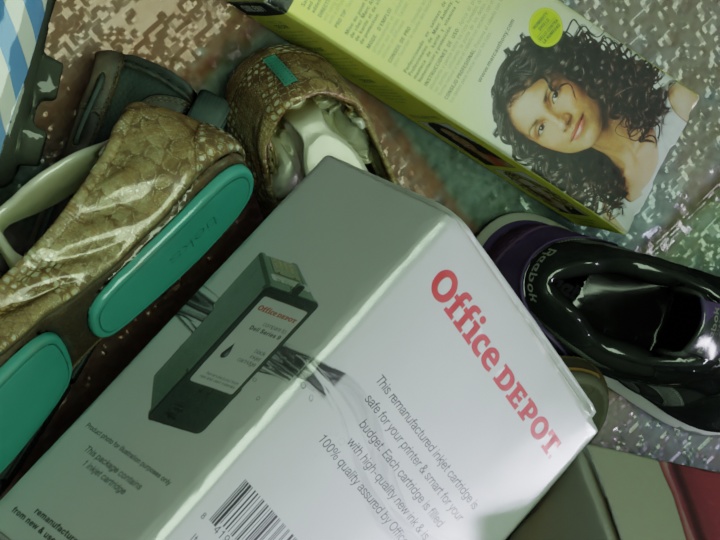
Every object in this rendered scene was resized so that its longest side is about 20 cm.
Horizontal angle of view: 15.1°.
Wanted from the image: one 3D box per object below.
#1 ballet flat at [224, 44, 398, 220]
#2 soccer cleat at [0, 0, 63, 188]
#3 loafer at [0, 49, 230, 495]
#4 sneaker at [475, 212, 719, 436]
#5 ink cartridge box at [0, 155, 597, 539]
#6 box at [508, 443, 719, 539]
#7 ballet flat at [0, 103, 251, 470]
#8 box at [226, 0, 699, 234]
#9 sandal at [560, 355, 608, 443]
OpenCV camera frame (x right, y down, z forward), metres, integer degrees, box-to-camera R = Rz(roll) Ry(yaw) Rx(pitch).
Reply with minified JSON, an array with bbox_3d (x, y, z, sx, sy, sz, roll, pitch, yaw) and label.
[{"bbox_3d":[0.000,0.000,1.145,0.070,0.065,0.200,-31,108,-7],"label":"ballet flat"},{"bbox_3d":[-0.148,-0.132,1.070,0.086,0.070,0.200,14,86,-8],"label":"soccer cleat"},{"bbox_3d":[-0.127,0.003,1.104,0.063,0.072,0.200,31,76,-4],"label":"loafer"},{"bbox_3d":[0.146,0.033,1.202,0.200,0.088,0.076,16,89,-24],"label":"sneaker"},{"bbox_3d":[-0.021,0.079,1.055,0.200,0.084,0.146,-47,131,-13],"label":"ink cartridge box"},{"bbox_3d":[0.162,0.170,1.185,0.200,0.109,0.128,13,128,-25],"label":"box"},{"bbox_3d":[-0.126,0.013,1.030,0.065,0.071,0.200,37,68,18],"label":"ballet flat"},{"bbox_3d":[0.046,-0.095,1.166,0.200,0.050,0.075,30,83,-22],"label":"box"},{"bbox_3d":[0.024,0.104,1.159,0.200,0.055,0.082,-25,143,-17],"label":"sandal"}]
